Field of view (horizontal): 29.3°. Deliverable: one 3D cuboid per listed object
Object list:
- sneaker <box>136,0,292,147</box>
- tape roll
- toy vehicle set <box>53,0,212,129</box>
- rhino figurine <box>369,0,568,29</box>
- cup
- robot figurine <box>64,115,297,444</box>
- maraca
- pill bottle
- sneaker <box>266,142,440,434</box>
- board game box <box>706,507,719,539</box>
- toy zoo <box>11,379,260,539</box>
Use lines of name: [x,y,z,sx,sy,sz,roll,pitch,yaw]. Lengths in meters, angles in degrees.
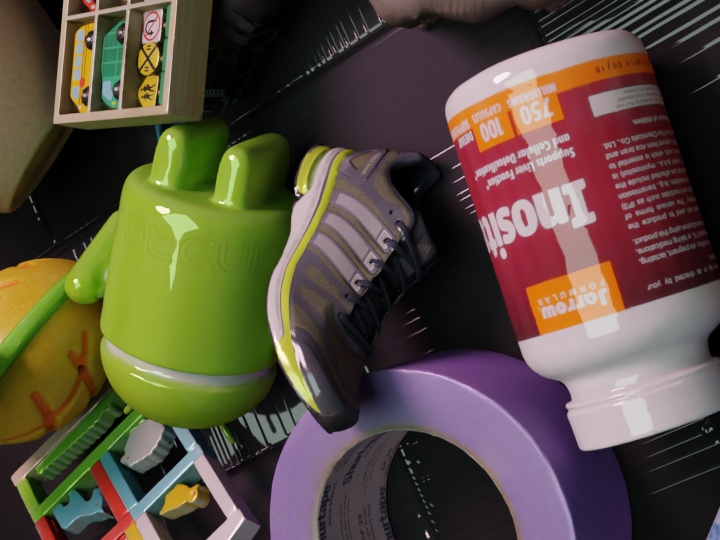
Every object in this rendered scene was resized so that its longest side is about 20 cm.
sneaker: [-0.082,-0.147,0.868,0.199,0.073,0.082,-26,85,41]
tape roll: [0.051,0.150,0.806,0.199,0.085,0.202,4,97,32]
toy vehicle set: [-0.136,-0.189,0.845,0.124,0.026,0.202,1,85,46]
rhino figurine: [0.089,-0.169,0.745,0.199,0.087,0.060,-5,93,32]
cup: [-0.270,-0.120,0.929,0.143,0.200,0.201,32,114,-6]
robot figurine: [-0.100,0.009,0.859,0.174,0.116,0.201,16,108,13]
maraca: [-0.229,0.064,0.906,0.107,0.200,0.137,34,123,0]
pill bottle: [0.125,-0.014,0.725,0.113,0.113,0.201,-21,84,31]
sneaker: [0.000,0.000,0.783,0.080,0.074,0.201,-11,51,22]
board game box: [0.275,0.164,0.694,0.199,0.043,0.200,26,109,27]
toy zoo: [-0.145,0.161,0.898,0.131,0.020,0.200,-44,50,5]
